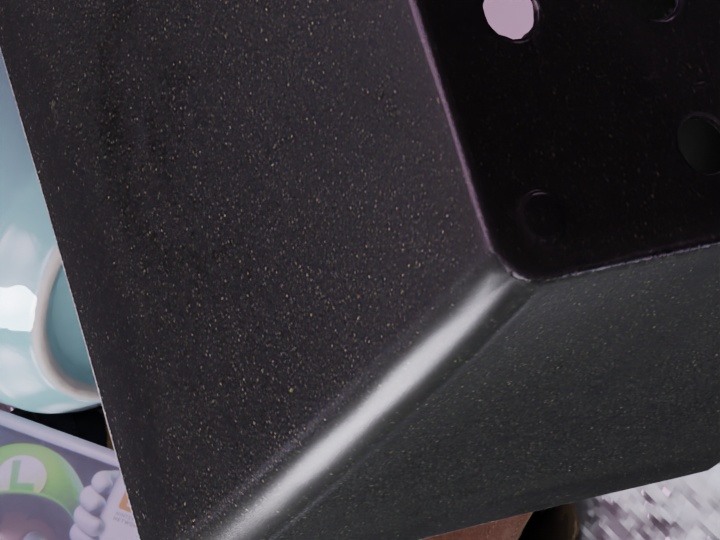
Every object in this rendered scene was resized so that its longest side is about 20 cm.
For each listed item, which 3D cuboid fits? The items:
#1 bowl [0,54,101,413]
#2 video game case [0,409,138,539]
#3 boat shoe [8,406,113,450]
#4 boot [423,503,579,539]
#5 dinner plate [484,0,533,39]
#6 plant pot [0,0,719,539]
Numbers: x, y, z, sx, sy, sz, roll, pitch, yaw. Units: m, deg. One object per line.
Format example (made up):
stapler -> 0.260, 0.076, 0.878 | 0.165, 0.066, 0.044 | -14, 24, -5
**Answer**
bowl -> -0.109, -0.026, 1.075 | 0.105, 0.201, 0.201 | 37, 106, 33
video game case -> -0.185, 0.127, 1.058 | 0.200, 0.023, 0.182 | 18, 68, 16
boat shoe -> -0.156, 0.098, 1.170 | 0.200, 0.062, 0.075 | -27, 57, 46
boot -> -0.004, 0.133, 0.918 | 0.075, 0.074, 0.200 | 21, 72, 43
dinner plate -> 0.039, -0.069, 1.016 | 0.200, 0.024, 0.200 | -26, 56, 46
plant pot -> 0.038, -0.043, 0.784 | 0.177, 0.200, 0.200 | -35, 69, 58
